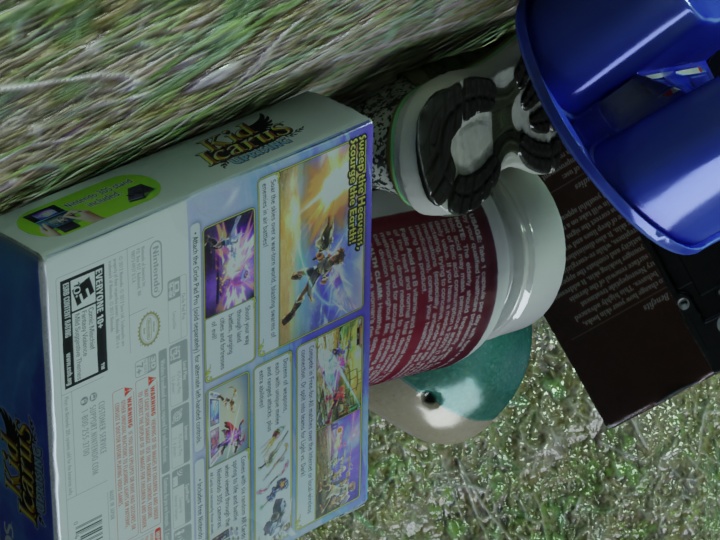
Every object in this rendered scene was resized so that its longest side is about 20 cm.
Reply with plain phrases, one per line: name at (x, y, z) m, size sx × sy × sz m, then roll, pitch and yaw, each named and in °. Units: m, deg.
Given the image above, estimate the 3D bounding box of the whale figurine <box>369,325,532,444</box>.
whale figurine at (0.033, 0.006, 1.514) m, size 0.104 × 0.159 × 0.200 m, roll -47°, pitch -154°, yaw 20°

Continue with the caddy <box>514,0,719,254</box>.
caddy at (0.144, -0.083, 1.247) m, size 0.105 × 0.141 × 0.200 m, roll -35°, pitch 173°, yaw 25°

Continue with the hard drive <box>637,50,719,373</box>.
hard drive at (0.195, -0.067, 1.371) m, size 0.140 × 0.200 × 0.038 m, roll -30°, pitch 176°, yaw 19°

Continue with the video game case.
video game case at (-0.074, 0.044, 1.151) m, size 0.181 × 0.200 × 0.045 m, roll -24°, pitch -142°, yaw -38°

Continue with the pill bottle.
pill bottle at (0.000, 0.000, 1.330) m, size 0.200 × 0.114 × 0.114 m, roll -12°, pitch 166°, yaw -43°

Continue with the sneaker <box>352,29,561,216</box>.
sneaker at (0.038, -0.078, 1.303) m, size 0.089 × 0.077 × 0.200 m, roll 5°, pitch -167°, yaw 25°

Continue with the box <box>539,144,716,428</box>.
box at (0.136, -0.028, 1.464) m, size 0.100 × 0.200 × 0.075 m, roll -30°, pitch 176°, yaw 32°
